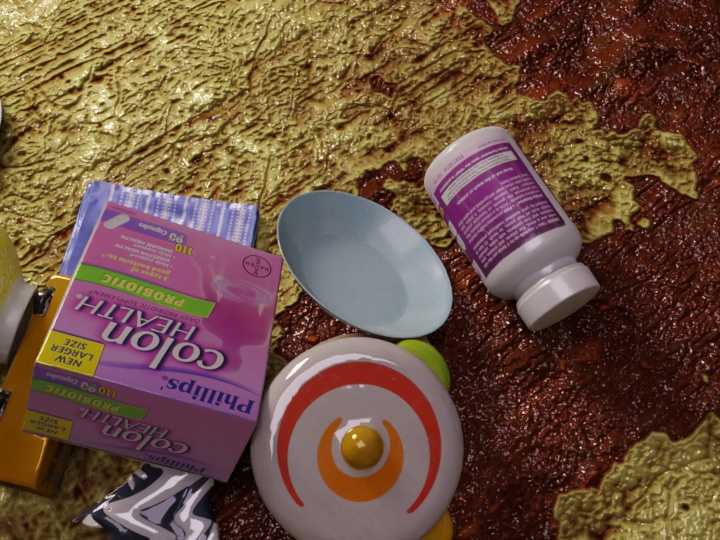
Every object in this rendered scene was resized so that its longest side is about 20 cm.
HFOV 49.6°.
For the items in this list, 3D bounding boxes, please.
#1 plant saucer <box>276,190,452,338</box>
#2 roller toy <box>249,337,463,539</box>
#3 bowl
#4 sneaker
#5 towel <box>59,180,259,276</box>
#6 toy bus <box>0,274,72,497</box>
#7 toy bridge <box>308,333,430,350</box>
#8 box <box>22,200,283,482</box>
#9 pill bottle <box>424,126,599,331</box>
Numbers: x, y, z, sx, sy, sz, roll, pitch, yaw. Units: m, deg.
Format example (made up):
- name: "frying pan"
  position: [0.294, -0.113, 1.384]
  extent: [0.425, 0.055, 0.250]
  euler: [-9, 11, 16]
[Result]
- name: "plant saucer"
  position: [0.000, 0.000, 0.801]
  extent: [0.200, 0.039, 0.202]
  euler: [20, 40, -18]
- name: "roller toy"
  position: [-0.006, 0.155, 0.687]
  extent: [0.181, 0.140, 0.201]
  euler: [6, 81, -6]
- name: "bowl"
  position: [-0.375, 0.035, 0.743]
  extent: [0.107, 0.200, 0.201]
  euler: [20, 65, -15]
- name: "sneaker"
  position: [-0.199, 0.192, 0.720]
  extent: [0.129, 0.080, 0.201]
  euler: [-4, 76, -12]
- name: "towel"
  position: [-0.219, -0.023, 0.848]
  extent: [0.199, 0.024, 0.146]
  euler: [9, 67, 3]
- name: "toy bus"
  position: [-0.299, 0.109, 0.757]
  extent: [0.065, 0.078, 0.201]
  euler: [12, 66, 5]
- name: "toy bridge"
  position: [-0.025, 0.105, 0.791]
  extent: [0.199, 0.027, 0.067]
  euler: [-21, 65, -10]
- name: "box"
  position: [-0.174, 0.058, 0.691]
  extent: [0.175, 0.097, 0.201]
  euler: [18, 41, -13]
- name: "pill bottle"
  position: [0.159, -0.042, 0.814]
  extent: [0.112, 0.112, 0.201]
  euler: [-25, 68, -12]
